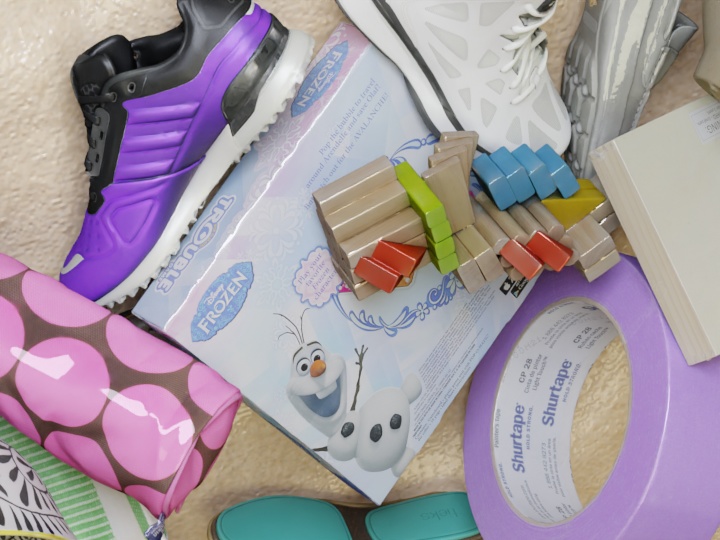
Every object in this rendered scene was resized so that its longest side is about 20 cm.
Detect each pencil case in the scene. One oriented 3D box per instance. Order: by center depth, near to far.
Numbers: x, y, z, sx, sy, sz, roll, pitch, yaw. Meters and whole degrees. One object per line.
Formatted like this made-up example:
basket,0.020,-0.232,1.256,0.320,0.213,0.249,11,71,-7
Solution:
pencil case,-0.166,0.057,0.961,0.091,0.199,0.094,-56,175,-27

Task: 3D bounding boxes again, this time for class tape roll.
tape roll,0.144,0.090,1.085,0.065,0.200,0.201,13,116,-30

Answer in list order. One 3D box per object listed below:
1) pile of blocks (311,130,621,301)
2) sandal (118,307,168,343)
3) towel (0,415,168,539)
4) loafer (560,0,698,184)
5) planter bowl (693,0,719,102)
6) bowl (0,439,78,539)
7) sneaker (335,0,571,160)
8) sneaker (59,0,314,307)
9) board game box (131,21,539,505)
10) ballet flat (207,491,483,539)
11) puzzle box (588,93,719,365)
pile of blocks,0.074,-0.027,0.979,0.198,0.062,0.083,-8,127,-26
sandal,-0.089,0.032,1.042,0.199,0.055,0.082,-33,128,-2
towel,-0.224,0.126,1.016,0.198,0.023,0.154,-23,92,-1
loafer,0.159,-0.134,1.027,0.069,0.070,0.202,1,121,-13
planter bowl,0.264,-0.128,0.978,0.199,0.200,0.135,30,97,-34
bowl,-0.246,0.125,0.932,0.199,0.095,0.201,-12,158,-5
sneaker,0.081,-0.122,0.960,0.200,0.115,0.076,41,56,-38
sneaker,-0.119,-0.073,0.960,0.099,0.070,0.200,33,110,-20
board game box,0.000,0.000,1.027,0.201,0.043,0.199,-54,128,-9
ballet flat,-0.008,0.185,1.173,0.198,0.069,0.063,1,135,-21
puzzle box,0.231,-0.042,1.048,0.199,0.025,0.134,-24,88,-36
